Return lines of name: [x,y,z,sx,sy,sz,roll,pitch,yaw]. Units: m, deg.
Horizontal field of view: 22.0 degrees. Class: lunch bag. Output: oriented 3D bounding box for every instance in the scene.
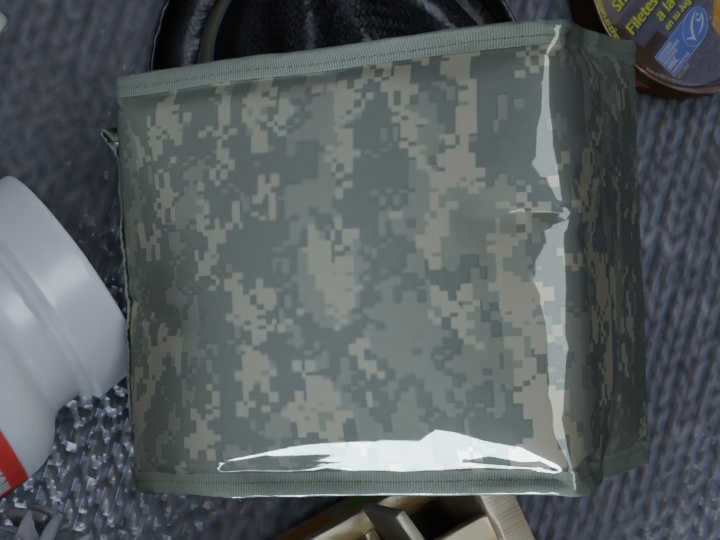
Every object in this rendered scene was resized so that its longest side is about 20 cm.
lunch bag: [0.000,0.000,0.690,0.198,0.117,0.166,-3,91,23]

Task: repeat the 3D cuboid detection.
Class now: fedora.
fedora: [0.007,-0.075,0.801,0.199,0.092,0.203,1,86,-16]

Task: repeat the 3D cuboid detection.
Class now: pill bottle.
pill bottle: [-0.193,0.057,0.725,0.199,0.116,0.116,-37,96,-14]

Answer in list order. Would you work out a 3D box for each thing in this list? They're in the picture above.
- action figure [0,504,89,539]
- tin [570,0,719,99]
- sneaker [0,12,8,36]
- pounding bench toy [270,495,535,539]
action figure: [-0.136,0.160,0.690,0.069,0.200,0.131,29,69,16]
tin: [0.179,-0.172,0.887,0.112,0.042,0.200,42,77,-13]
sneaker: [-0.200,-0.113,0.766,0.099,0.078,0.202,-14,99,-22]
pounding bench toy: [0.007,0.165,0.729,0.155,0.200,0.125,-26,93,-16]
